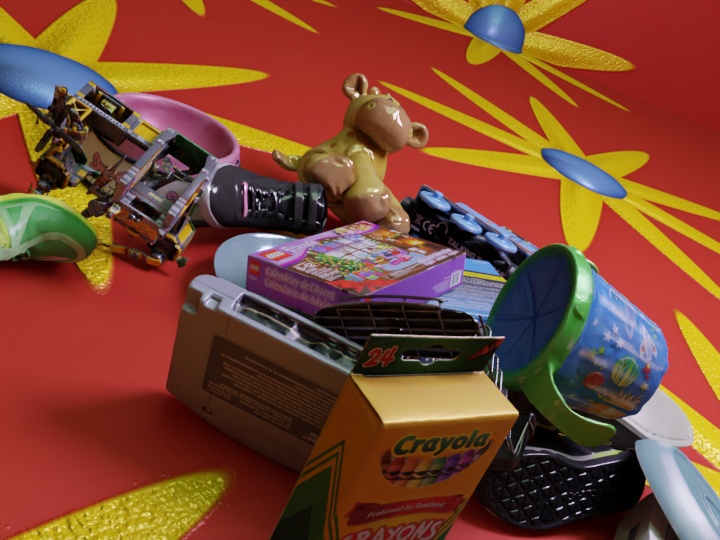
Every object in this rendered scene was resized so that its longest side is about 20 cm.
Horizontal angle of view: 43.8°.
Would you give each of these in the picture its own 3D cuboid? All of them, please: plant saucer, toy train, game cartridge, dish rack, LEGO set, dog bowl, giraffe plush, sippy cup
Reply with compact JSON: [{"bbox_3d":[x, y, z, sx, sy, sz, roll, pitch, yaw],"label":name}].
[{"bbox_3d":[0.313,0.233,0.791,0.200,0.027,0.201,48,18,-21],"label":"plant saucer"},{"bbox_3d":[-0.061,0.032,0.920,0.198,0.039,0.202,20,26,-10],"label":"plant saucer"},{"bbox_3d":[0.140,-0.038,1.178,0.199,0.088,0.114,34,19,23],"label":"toy train"},{"bbox_3d":[-0.054,0.096,0.698,0.198,0.134,0.041,26,36,5],"label":"game cartridge"},{"bbox_3d":[0.050,0.086,0.716,0.151,0.202,0.055,-1,43,24],"label":"dish rack"},{"bbox_3d":[-0.236,-0.074,0.840,0.199,0.154,0.116,39,39,-11],"label":"LEGO set"},{"bbox_3d":[-0.229,-0.137,1.045,0.198,0.074,0.201,20,27,-11],"label":"dog bowl"},{"bbox_3d":[0.008,-0.148,1.116,0.172,0.163,0.199,43,-8,-40],"label":"giraffe plush"},{"bbox_3d":[0.198,0.066,0.802,0.129,0.180,0.139,28,-13,-17],"label":"sippy cup"}]

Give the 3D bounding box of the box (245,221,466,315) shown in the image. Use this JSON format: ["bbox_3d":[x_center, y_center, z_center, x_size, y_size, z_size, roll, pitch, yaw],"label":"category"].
[{"bbox_3d":[0.000,0.000,0.896,0.135,0.040,0.199,18,22,30],"label":"box"}]

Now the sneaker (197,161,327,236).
[{"bbox_3d":[-0.097,-0.077,0.977,0.098,0.072,0.200,4,0,19],"label":"sneaker"}]

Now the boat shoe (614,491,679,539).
[{"bbox_3d":[0.243,0.255,0.737,0.072,0.070,0.200,46,31,8],"label":"boat shoe"}]

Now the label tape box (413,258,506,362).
[{"bbox_3d":[0.108,0.043,0.989,0.142,0.064,0.200,8,17,-16],"label":"label tape box"}]

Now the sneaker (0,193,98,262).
[{"bbox_3d":[-0.328,-0.026,0.778,0.198,0.074,0.085,9,55,-36],"label":"sneaker"}]

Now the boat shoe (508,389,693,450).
[{"bbox_3d":[0.240,0.140,0.895,0.199,0.061,0.072,22,43,-16],"label":"boat shoe"}]

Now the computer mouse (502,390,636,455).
[{"bbox_3d":[0.210,0.167,0.923,0.198,0.034,0.059,28,33,-8],"label":"computer mouse"}]

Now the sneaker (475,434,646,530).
[{"bbox_3d":[0.174,0.191,0.828,0.198,0.073,0.083,10,5,-30],"label":"sneaker"}]

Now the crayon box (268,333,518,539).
[{"bbox_3d":[0.025,0.136,0.619,0.126,0.202,0.051,2,33,-37],"label":"crayon box"}]
